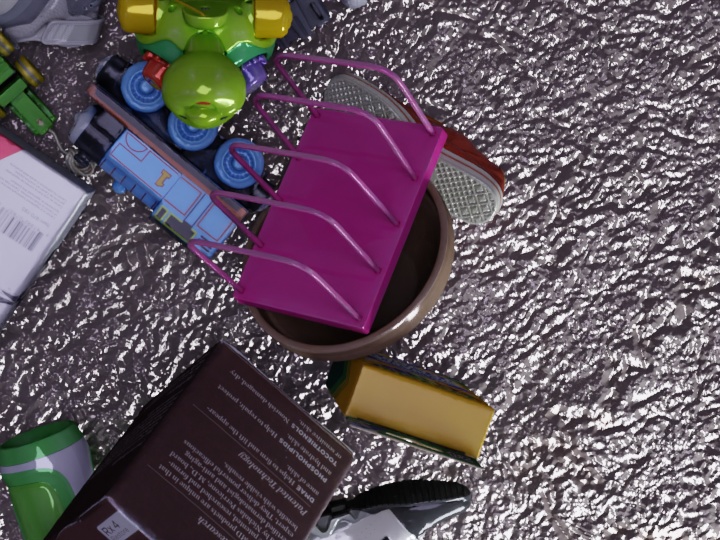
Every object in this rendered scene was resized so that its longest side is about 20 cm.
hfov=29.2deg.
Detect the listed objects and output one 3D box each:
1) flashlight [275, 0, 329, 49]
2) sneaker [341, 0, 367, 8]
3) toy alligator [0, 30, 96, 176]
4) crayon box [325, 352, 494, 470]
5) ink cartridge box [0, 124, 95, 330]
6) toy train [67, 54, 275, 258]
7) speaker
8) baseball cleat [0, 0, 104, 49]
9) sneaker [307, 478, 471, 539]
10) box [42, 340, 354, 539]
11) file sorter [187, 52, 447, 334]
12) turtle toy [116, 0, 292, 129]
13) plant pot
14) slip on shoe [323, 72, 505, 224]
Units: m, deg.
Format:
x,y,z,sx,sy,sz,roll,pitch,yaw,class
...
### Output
x,y,z,sx,sy,sz,roll,pitch,yaw,class
-0.112,-0.291,1.243,0.068,0.068,0.200,-43,120,-17,flashlight
0.013,-0.347,1.269,0.115,0.075,0.200,-11,93,-3,sneaker
-0.315,-0.163,1.258,0.059,0.054,0.200,-41,123,-1,toy alligator
0.044,0.117,1.252,0.125,0.200,0.052,19,93,-8,crayon box
-0.357,-0.030,1.249,0.145,0.083,0.200,35,91,-8,ink cartridge box
-0.175,-0.105,1.261,0.200,0.087,0.114,39,87,-9,toy train
-0.269,0.245,1.285,0.088,0.088,0.200,-18,97,-5,speaker
-0.241,-0.270,1.260,0.200,0.070,0.107,-29,114,-1,baseball cleat
0.016,0.259,1.330,0.200,0.074,0.089,-16,97,4,sneaker
-0.144,0.205,1.214,0.164,0.166,0.200,42,47,-9,box
-0.039,-0.073,1.193,0.139,0.125,0.200,12,70,30,file sorter
-0.131,-0.190,1.166,0.145,0.200,0.101,1,118,-5,turtle toy
0.000,0.000,1.269,0.200,0.093,0.201,-11,60,20,plant pot
0.052,-0.119,1.307,0.200,0.061,0.074,34,126,2,slip on shoe
